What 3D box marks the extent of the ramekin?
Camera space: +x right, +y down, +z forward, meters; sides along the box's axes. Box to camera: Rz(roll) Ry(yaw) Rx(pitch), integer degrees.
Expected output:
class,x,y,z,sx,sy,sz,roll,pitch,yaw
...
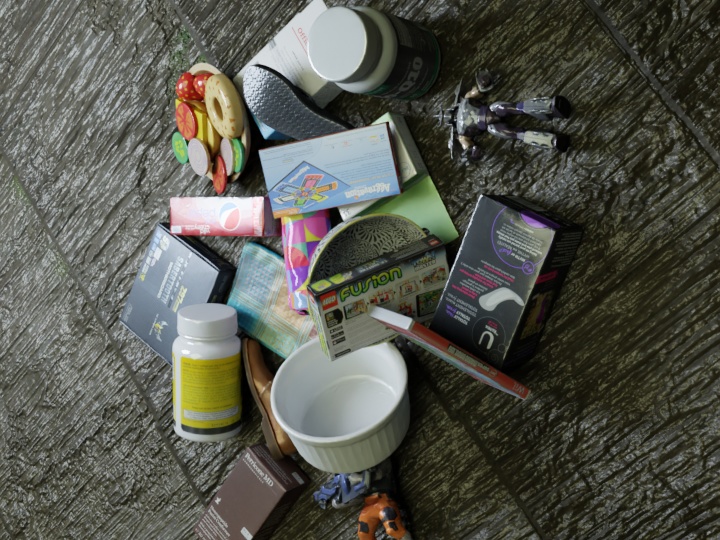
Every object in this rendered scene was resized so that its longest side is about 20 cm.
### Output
class,x,y,z,sx,sy,sz,roll,pitch,yaw
ramekin,-0.022,0.192,1.385,0.199,0.201,0.098,15,141,30

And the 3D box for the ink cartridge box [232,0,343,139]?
class,x,y,z,sx,sy,sz,roll,pitch,yaw
ink cartridge box,-0.087,-0.303,1.460,0.199,0.068,0.117,-37,76,29

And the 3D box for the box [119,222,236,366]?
class,x,y,z,sx,sy,sz,roll,pitch,yaw
box,-0.313,0.043,1.637,0.157,0.051,0.201,35,110,24

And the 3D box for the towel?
class,x,y,z,sx,sy,sz,roll,pitch,yaw
towel,-0.129,0.057,1.542,0.199,0.022,0.148,30,109,27

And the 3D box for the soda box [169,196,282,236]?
class,x,y,z,sx,sy,sz,roll,pitch,yaw
soda box,-0.212,-0.087,1.553,0.198,0.070,0.064,3,94,32

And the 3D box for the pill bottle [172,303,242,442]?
class,x,y,z,sx,sy,sz,roll,pitch,yaw
pill bottle,-0.246,0.163,1.555,0.113,0.114,0.202,11,107,30

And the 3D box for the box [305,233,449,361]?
class,x,y,z,sx,sy,sz,roll,pitch,yaw
box,0.031,0.037,1.330,0.035,0.198,0.111,43,150,56

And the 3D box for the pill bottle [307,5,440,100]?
class,x,y,z,sx,sy,sz,roll,pitch,yaw
pill bottle,0.019,-0.296,1.317,0.112,0.199,0.115,3,96,32

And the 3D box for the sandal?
class,x,y,z,sx,sy,sz,roll,pitch,yaw
sandal,-0.089,-0.229,1.414,0.199,0.043,0.076,37,122,1

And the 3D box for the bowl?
class,x,y,z,sx,sy,sz,roll,pitch,yaw
bowl,0.000,0.000,1.375,0.094,0.199,0.203,43,118,57

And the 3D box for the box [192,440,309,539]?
class,x,y,z,sx,sy,sz,roll,pitch,yaw
box,-0.179,0.383,1.568,0.100,0.075,0.201,43,112,22

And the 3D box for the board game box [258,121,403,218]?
class,x,y,z,sx,sy,sz,roll,pitch,yaw
board game box,-0.043,-0.143,1.387,0.198,0.019,0.104,-9,99,18

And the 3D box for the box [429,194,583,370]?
class,x,y,z,sx,sy,sz,roll,pitch,yaw
box,0.194,0.012,1.286,0.122,0.106,0.202,29,108,29

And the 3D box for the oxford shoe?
class,x,y,z,sx,sy,sz,roll,pitch,yaw
oxford shoe,-0.138,0.197,1.542,0.071,0.071,0.202,-21,80,-2

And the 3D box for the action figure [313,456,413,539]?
class,x,y,z,sx,sy,sz,roll,pitch,yaw
action figure,0.013,0.345,1.454,0.200,0.104,0.196,-32,68,57

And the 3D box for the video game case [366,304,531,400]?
class,x,y,z,sx,sy,sz,roll,pitch,yaw
video game case,0.114,0.106,1.273,0.018,0.199,0.143,-61,20,-6

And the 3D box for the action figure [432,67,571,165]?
class,x,y,z,sx,sy,sz,roll,pitch,yaw
action figure,0.183,-0.206,1.301,0.198,0.069,0.132,10,104,34

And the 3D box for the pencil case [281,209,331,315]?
class,x,y,z,sx,sy,sz,roll,pitch,yaw
pencil case,-0.080,-0.032,1.459,0.088,0.088,0.202,-16,78,31

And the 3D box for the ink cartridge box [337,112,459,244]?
class,x,y,z,sx,sy,sz,roll,pitch,yaw
ink cartridge box,0.038,-0.106,1.411,0.145,0.048,0.202,-31,76,30

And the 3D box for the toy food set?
class,x,y,z,sx,sy,sz,roll,pitch,yaw
toy food set,-0.239,-0.228,1.536,0.199,0.048,0.200,31,129,41
